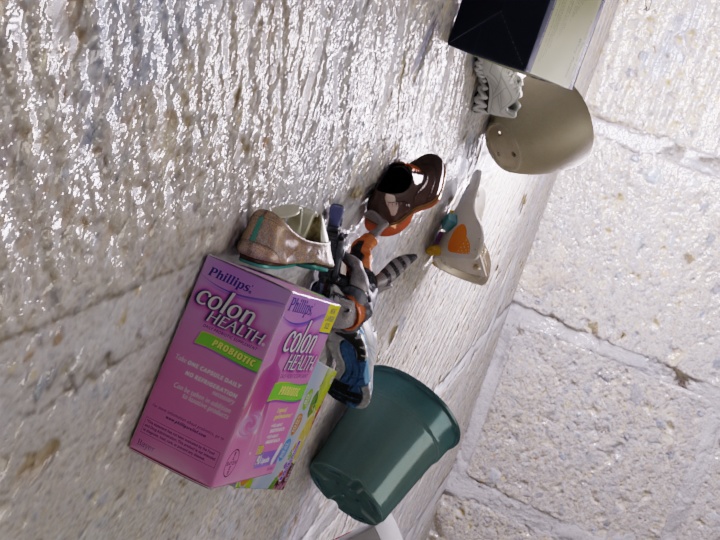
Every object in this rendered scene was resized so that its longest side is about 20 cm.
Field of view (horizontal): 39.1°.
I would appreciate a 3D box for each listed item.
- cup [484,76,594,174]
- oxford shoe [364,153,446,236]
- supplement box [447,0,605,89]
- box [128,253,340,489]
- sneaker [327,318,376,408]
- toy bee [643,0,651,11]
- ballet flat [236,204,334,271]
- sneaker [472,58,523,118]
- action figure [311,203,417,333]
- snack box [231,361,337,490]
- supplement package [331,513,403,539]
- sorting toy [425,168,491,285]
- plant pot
[{"bbox_3d":[0.322,-0.262,1.921,0.143,0.200,0.201,-29,148,-23],"label":"cup"},{"bbox_3d":[0.072,-0.124,1.424,0.200,0.071,0.073,-50,152,-47],"label":"oxford shoe"},{"bbox_3d":[0.256,-0.391,1.484,0.199,0.134,0.202,-3,115,-59],"label":"supplement box"},{"bbox_3d":[-0.119,0.102,1.022,0.201,0.096,0.176,-68,165,-1],"label":"box"},{"bbox_3d":[-0.003,0.127,1.515,0.201,0.074,0.087,95,17,-47],"label":"sneaker"},{"bbox_3d":[0.692,-0.768,2.653,0.201,0.108,0.132,-90,-178,-58],"label":"toy bee"},{"bbox_3d":[-0.068,-0.035,1.075,0.200,0.068,0.068,2,103,-76],"label":"ballet flat"},{"bbox_3d":[0.235,-0.326,1.686,0.075,0.081,0.200,-60,162,-21],"label":"sneaker"},{"bbox_3d":[0.000,0.000,1.288,0.194,0.104,0.201,-57,161,-52],"label":"action figure"},{"bbox_3d":[-0.109,0.173,1.213,0.170,0.067,0.200,-66,163,-6],"label":"snack box"},{"bbox_3d":[-0.023,0.509,1.693,0.199,0.121,0.121,-27,171,12],"label":"supplement package"},{"bbox_3d":[0.201,-0.089,1.883,0.200,0.106,0.182,52,54,-72],"label":"sorting toy"},{"bbox_3d":[0.029,0.294,1.661,0.196,0.199,0.201,-48,157,-30],"label":"plant pot"}]
